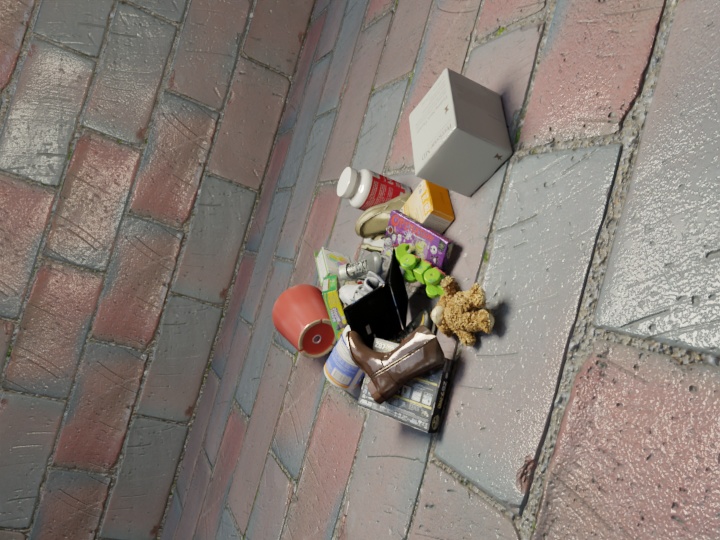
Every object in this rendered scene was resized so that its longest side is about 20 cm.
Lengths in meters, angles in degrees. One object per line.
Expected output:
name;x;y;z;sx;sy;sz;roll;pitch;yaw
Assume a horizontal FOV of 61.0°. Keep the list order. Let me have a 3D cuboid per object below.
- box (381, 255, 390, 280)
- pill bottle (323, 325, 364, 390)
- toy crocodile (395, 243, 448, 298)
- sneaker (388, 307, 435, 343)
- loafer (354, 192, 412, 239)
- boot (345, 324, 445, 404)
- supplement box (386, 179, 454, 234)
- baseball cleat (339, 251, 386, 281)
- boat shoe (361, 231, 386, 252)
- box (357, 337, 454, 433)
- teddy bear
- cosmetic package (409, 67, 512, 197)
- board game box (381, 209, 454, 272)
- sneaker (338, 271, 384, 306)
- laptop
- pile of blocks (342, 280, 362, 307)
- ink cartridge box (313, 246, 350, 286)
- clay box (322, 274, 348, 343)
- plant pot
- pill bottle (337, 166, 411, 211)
box;0.040;0.055;1.730;0.039;0.041;0.204;-26;-46;-86
pill bottle;-0.013;0.217;1.665;0.202;0.110;0.113;-61;26;25
toy crocodile;0.152;0.006;1.427;0.062;0.068;0.199;-41;51;-17
sneaker;0.105;0.173;1.457;0.203;0.088;0.070;-64;25;21
loafer;0.071;-0.144;1.684;0.198;0.076;0.068;-30;39;16
boot;0.077;0.164;1.341;0.199;0.064;0.189;-39;68;22
supplement box;0.149;-0.120;1.577;0.201;0.072;0.128;-53;30;38
baseball cleat;0.000;0.000;1.643;0.200;0.104;0.071;134;126;-71
boat shoe;0.063;-0.083;1.743;0.199;0.074;0.070;16;86;62
box;0.098;0.253;1.368;0.197;0.049;0.165;10;85;38
teddy bear;0.207;0.088;1.283;0.199;0.066;0.148;15;124;60
cosmetic package;0.228;-0.318;1.423;0.167;0.163;0.204;-46;36;45
board game box;0.135;-0.055;1.498;0.199;0.032;0.123;34;116;40
sneaker;0.010;0.053;1.605;0.197;0.116;0.076;18;59;38
laptop;0.044;0.081;1.480;0.197;0.180;0.103;-30;40;-13
pile of blocks;-0.006;0.078;1.770;0.061;0.083;0.200;-28;12;10
ink cartridge box;-0.086;-0.015;1.991;0.060;0.102;0.202;-59;27;26
clay box;-0.061;0.127;1.751;0.115;0.046;0.204;-94;-11;-68
plant pot;-0.166;0.173;1.957;0.177;0.197;0.204;46;116;51
pill bottle;0.037;-0.218;1.735;0.112;0.196;0.114;-44;37;46
